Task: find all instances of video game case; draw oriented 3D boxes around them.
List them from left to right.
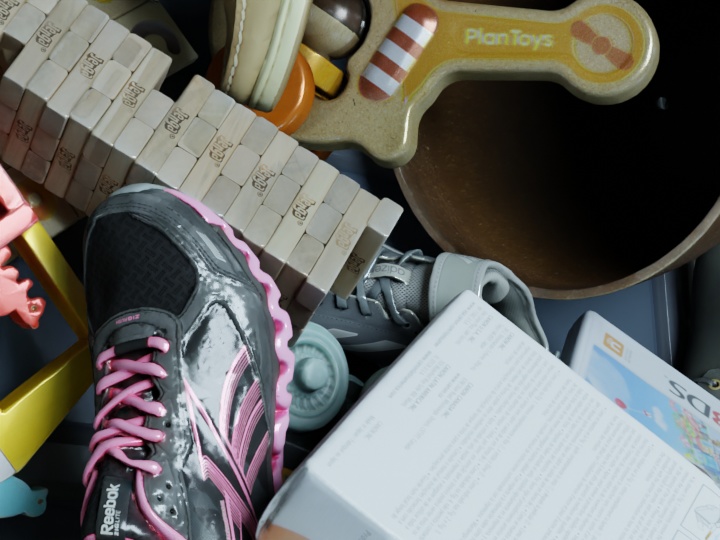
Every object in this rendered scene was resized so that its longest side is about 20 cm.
[{"bbox_3d":[0.154,0.121,0.881,0.181,0.022,0.200,35,31,-5],"label":"video game case"}]

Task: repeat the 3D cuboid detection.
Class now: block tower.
[{"bbox_3d":[-0.084,-0.047,0.801,0.199,0.054,0.058,32,55,-3],"label":"block tower"}]

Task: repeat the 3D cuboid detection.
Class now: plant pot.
[{"bbox_3d":[0.139,-0.081,0.973,0.200,0.186,0.188,1,74,-59],"label":"plant pot"}]

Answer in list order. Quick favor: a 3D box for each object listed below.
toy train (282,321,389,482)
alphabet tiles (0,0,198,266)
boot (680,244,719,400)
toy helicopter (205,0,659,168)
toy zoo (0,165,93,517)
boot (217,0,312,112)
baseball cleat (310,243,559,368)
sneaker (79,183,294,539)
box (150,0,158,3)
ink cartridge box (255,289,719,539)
[{"bbox_3d":[-0.006,0.097,0.862,0.199,0.085,0.115,25,72,-29],"label":"toy train"},{"bbox_3d":[-0.164,-0.089,0.830,0.200,0.006,0.167,-35,89,-38],"label":"alphabet tiles"},{"bbox_3d":[0.158,0.071,0.998,0.137,0.077,0.202,6,71,-30],"label":"boot"},{"bbox_3d":[0.031,-0.110,0.877,0.079,0.198,0.133,41,54,-75],"label":"toy helicopter"},{"bbox_3d":[-0.179,0.012,0.764,0.131,0.020,0.201,-40,107,-22],"label":"toy zoo"},{"bbox_3d":[-0.089,-0.168,0.800,0.154,0.073,0.202,4,94,-11],"label":"boot"},{"bbox_3d":[0.000,0.000,0.876,0.199,0.106,0.070,23,68,-27],"label":"baseball cleat"},{"bbox_3d":[-0.071,0.067,0.744,0.095,0.079,0.202,-13,90,-60],"label":"sneaker"},{"bbox_3d":[-0.116,-0.242,0.888,0.157,0.050,0.201,28,60,-18],"label":"box"},{"bbox_3d":[0.078,0.111,0.768,0.200,0.050,0.162,41,34,5],"label":"ink cartridge box"}]
